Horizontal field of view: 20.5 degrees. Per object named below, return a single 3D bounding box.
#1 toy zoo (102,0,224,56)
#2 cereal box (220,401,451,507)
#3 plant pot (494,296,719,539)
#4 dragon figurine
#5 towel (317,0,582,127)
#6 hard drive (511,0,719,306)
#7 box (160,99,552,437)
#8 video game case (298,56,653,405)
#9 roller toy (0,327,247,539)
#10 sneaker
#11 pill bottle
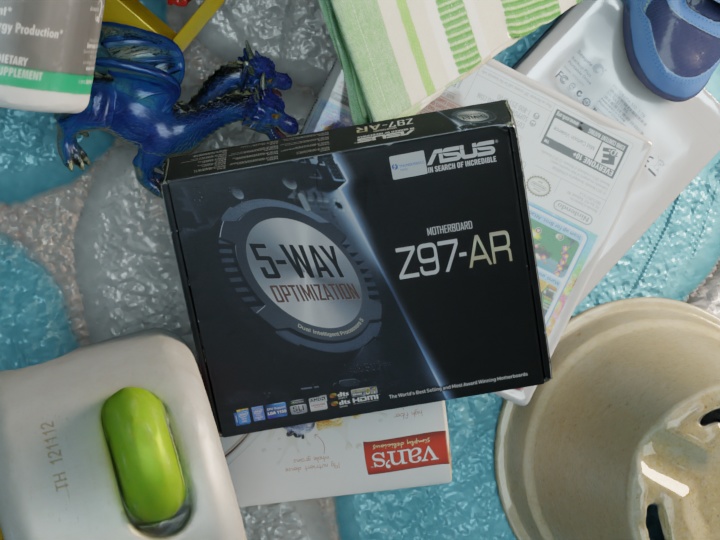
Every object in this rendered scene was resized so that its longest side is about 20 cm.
[{"bbox_3d":[-0.118,-0.213,1.161,0.131,0.020,0.200,39,116,-8],"label":"toy zoo"},{"bbox_3d":[-0.025,0.040,1.187,0.143,0.040,0.201,-7,110,3],"label":"cereal box"},{"bbox_3d":[0.198,0.122,1.198,0.199,0.183,0.202,-1,93,-10],"label":"plant pot"},{"bbox_3d":[-0.136,-0.107,1.167,0.199,0.059,0.100,21,120,-11],"label":"dragon figurine"},{"bbox_3d":[0.048,-0.186,1.156,0.200,0.023,0.153,-35,118,-35],"label":"towel"},{"bbox_3d":[0.126,-0.064,1.254,0.132,0.025,0.200,44,85,-9],"label":"hard drive"},{"bbox_3d":[0.000,0.000,1.127,0.199,0.044,0.161,-9,112,1],"label":"box"},{"bbox_3d":[0.052,-0.040,1.215,0.199,0.024,0.183,26,93,-9],"label":"video game case"},{"bbox_3d":[-0.145,0.137,1.139,0.139,0.183,0.201,-15,118,-9],"label":"roller toy"},{"bbox_3d":[0.225,-0.200,1.226,0.074,0.082,0.201,26,82,-17],"label":"sneaker"},{"bbox_3d":[-0.186,-0.191,1.067,0.112,0.113,0.201,8,97,-10],"label":"pill bottle"}]
